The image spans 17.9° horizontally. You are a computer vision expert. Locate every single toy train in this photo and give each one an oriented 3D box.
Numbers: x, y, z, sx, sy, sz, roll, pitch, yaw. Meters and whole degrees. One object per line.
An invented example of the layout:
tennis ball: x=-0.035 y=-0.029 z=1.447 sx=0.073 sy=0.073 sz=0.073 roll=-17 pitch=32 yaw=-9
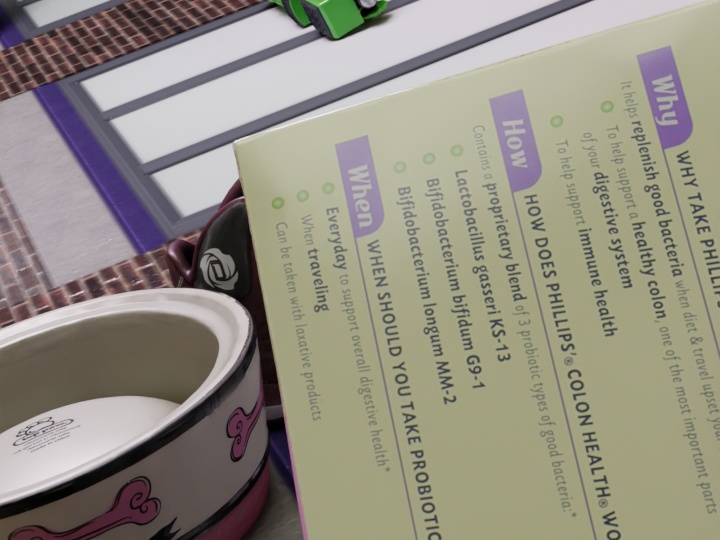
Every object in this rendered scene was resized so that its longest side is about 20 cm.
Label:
toy train: x=-0.035 y=-0.208 z=1.684 sx=0.056 sy=0.042 sz=0.200 roll=-33 pitch=22 yaw=-7

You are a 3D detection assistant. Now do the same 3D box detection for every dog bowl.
dog bowl: x=-0.126 y=0.084 z=0.950 sx=0.200 sy=0.074 sz=0.200 roll=-17 pitch=20 yaw=7

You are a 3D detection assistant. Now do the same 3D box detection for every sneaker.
sneaker: x=0.000 y=0.000 z=0.993 sx=0.199 sy=0.116 sz=0.076 roll=-11 pitch=21 yaw=21

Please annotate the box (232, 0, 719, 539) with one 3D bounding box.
box: x=0.081 y=0.029 z=0.677 sx=0.199 sy=0.097 sz=0.176 roll=-16 pitch=65 yaw=9
